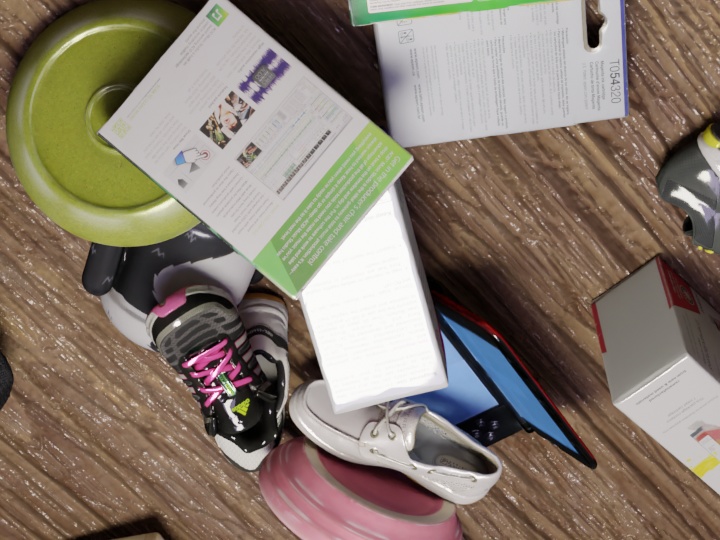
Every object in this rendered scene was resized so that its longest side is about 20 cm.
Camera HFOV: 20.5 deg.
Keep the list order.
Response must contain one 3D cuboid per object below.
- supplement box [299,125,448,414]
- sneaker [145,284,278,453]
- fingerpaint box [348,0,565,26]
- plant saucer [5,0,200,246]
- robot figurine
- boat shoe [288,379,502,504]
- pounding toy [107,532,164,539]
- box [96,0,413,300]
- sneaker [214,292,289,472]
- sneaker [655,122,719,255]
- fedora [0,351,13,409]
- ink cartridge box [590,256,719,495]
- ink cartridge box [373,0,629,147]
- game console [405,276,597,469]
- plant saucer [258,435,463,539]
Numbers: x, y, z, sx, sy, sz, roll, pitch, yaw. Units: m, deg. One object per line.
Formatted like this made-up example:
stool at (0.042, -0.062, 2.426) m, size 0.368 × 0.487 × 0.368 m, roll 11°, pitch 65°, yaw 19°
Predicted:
supplement box at (0.000, 0.000, 1.624) m, size 0.103 × 0.101 × 0.200 m, roll -16°, pitch 109°, yaw 5°
sneaker at (-0.111, 0.086, 1.627) m, size 0.074 × 0.087 × 0.200 m, roll -30°, pitch 146°, yaw -4°
fingerpaint box at (0.085, -0.263, 1.458) m, size 0.200 × 0.167 × 0.073 m, roll -6°, pitch 129°, yaw 2°
plant saucer at (-0.186, -0.119, 1.564) m, size 0.200 × 0.031 × 0.200 m, roll 0°, pitch 89°, yaw 6°
robot figurine at (-0.143, -0.022, 1.655) m, size 0.150 × 0.125 × 0.200 m, roll 22°, pitch 123°, yaw -6°
boat shoe at (0.036, 0.142, 1.774) m, size 0.200 × 0.071 × 0.069 m, roll 23°, pitch 151°, yaw -9°
pounding toy at (-0.228, 0.346, 1.914) m, size 0.184 × 0.200 × 0.142 m, roll -12°, pitch 128°, yaw 24°
box at (-0.080, -0.095, 1.524) m, size 0.200 × 0.036 × 0.144 m, roll 41°, pitch 89°, yaw 1°
sneaker at (-0.102, 0.118, 1.790) m, size 0.076 × 0.088 × 0.200 m, roll -1°, pitch 129°, yaw -5°
sneaker at (0.326, -0.039, 1.711) m, size 0.085 × 0.075 × 0.200 m, roll -28°, pitch 115°, yaw 24°
fedora at (-0.359, 0.090, 1.732) m, size 0.092 × 0.201 × 0.201 m, roll -36°, pitch 127°, yaw -16°
ink cartridge box at (0.305, 0.105, 1.766) m, size 0.083 × 0.145 × 0.200 m, roll -38°, pitch 121°, yaw 21°
ink cartridge box at (0.110, -0.197, 1.589) m, size 0.200 × 0.043 × 0.197 m, roll -8°, pitch 129°, yaw 0°
game console at (0.088, 0.116, 1.778) m, size 0.172 × 0.119 × 0.200 m, roll -28°, pitch 123°, yaw 17°
plant saucer at (0.008, 0.203, 1.795) m, size 0.200 × 0.201 × 0.051 m, roll 19°, pitch 109°, yaw -17°
